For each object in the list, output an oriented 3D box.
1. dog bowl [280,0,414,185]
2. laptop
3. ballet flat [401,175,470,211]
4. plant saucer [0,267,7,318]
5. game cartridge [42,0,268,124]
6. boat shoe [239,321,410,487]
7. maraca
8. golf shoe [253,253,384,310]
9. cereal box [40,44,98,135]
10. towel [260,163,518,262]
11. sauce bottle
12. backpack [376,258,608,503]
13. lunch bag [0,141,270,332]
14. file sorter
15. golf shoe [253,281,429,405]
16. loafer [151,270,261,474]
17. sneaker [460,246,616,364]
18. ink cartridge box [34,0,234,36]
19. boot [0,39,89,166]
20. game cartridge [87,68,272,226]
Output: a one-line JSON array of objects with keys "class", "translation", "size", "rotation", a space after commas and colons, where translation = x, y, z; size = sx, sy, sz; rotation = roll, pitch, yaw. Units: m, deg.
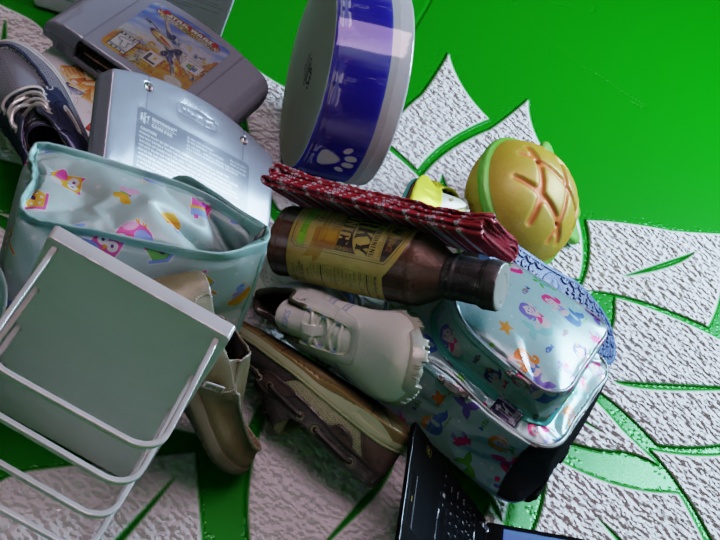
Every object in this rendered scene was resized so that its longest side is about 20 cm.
[{"class": "dog bowl", "translation": [-0.016, -0.189, 1.384], "size": [0.079, 0.200, 0.200], "rotation": [10, 42, -15]}, {"class": "laptop", "translation": [0.117, 0.231, 1.072], "size": [0.200, 0.103, 0.178], "rotation": [56, 27, -30]}, {"class": "ballet flat", "translation": [0.071, -0.057, 1.342], "size": [0.067, 0.067, 0.200], "rotation": [13, 10, 3]}, {"class": "plant saucer", "translation": [-0.341, 0.062, 1.010], "size": [0.200, 0.039, 0.201], "rotation": [-11, 42, 10]}, {"class": "game cartridge", "translation": [-0.194, -0.208, 1.374], "size": [0.200, 0.042, 0.133], "rotation": [34, 45, 4]}, {"class": "boat shoe", "translation": [-0.052, 0.106, 1.148], "size": [0.201, 0.066, 0.072], "rotation": [31, 0, 22]}, {"class": "maraca", "translation": [0.176, -0.072, 1.441], "size": [0.200, 0.107, 0.138], "rotation": [-15, 91, -56]}, {"class": "golf shoe", "translation": [0.000, 0.000, 1.276], "size": [0.199, 0.092, 0.075], "rotation": [-2, 46, -33]}, {"class": "cereal box", "translation": [-0.244, -0.173, 1.367], "size": [0.144, 0.040, 0.200], "rotation": [31, 39, 4]}, {"class": "towel", "translation": [0.030, -0.047, 1.175], "size": [0.199, 0.023, 0.145], "rotation": [14, -5, 17]}, {"class": "sauce bottle", "translation": [0.023, -0.007, 1.143], "size": [0.199, 0.065, 0.065], "rotation": [12, 35, 21]}, {"class": "backpack", "translation": [0.103, 0.080, 1.208], "size": [0.200, 0.151, 0.177], "rotation": [30, 33, 14]}, {"class": "lunch bag", "translation": [-0.182, 0.011, 1.097], "size": [0.199, 0.171, 0.122], "rotation": [12, 33, -16]}, {"class": "file sorter", "translation": [-0.202, 0.101, 0.962], "size": [0.138, 0.200, 0.125], "rotation": [30, 44, -6]}, {"class": "golf shoe", "translation": [-0.021, 0.056, 1.138], "size": [0.097, 0.079, 0.200], "rotation": [10, 7, -30]}, {"class": "loafer", "translation": [-0.111, 0.078, 1.055], "size": [0.067, 0.200, 0.076], "rotation": [-31, 45, -8]}, {"class": "sneaker", "translation": [0.160, 0.038, 1.339], "size": [0.200, 0.078, 0.070], "rotation": [37, 47, -29]}, {"class": "ink cartridge box", "translation": [-0.214, -0.328, 1.426], "size": [0.196, 0.200, 0.043], "rotation": [17, 40, -13]}, {"class": "boot", "translation": [-0.283, -0.136, 1.229], "size": [0.073, 0.090, 0.200], "rotation": [-33, 75, -6]}, {"class": "game cartridge", "translation": [-0.158, -0.093, 1.244], "size": [0.200, 0.040, 0.134], "rotation": [28, 57, -42]}]
